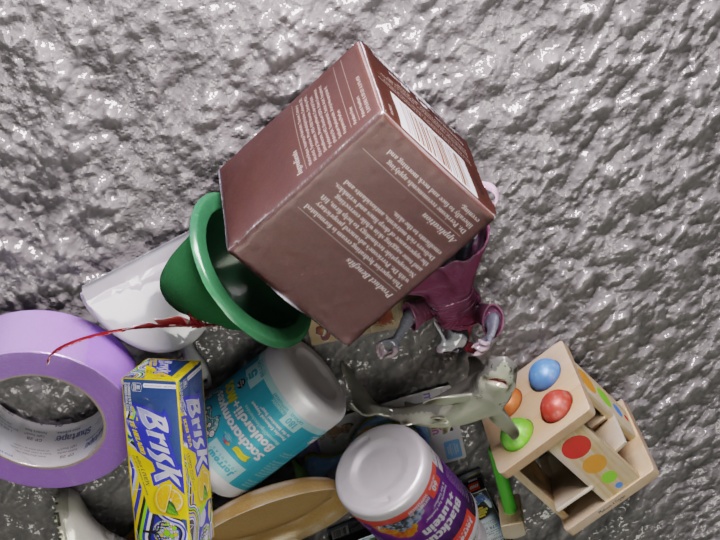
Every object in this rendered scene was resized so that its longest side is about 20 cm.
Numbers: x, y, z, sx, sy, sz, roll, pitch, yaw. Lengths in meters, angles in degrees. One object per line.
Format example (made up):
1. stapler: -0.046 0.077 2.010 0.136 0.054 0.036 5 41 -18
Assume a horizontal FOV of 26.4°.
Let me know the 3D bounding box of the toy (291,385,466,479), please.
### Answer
1. toy: 0.020 0.211 1.745 0.200 0.047 0.115 -14 127 0

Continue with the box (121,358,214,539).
1. box: -0.197 0.195 1.580 0.064 0.070 0.201 1 106 16

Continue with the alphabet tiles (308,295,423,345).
1. alphabet tiles: 0.000 0.000 1.623 0.199 0.006 0.167 -12 125 -3

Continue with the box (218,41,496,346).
1. box: -0.007 -0.075 1.469 0.200 0.164 0.166 -40 119 16

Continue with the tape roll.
1. tape roll: -0.330 0.136 1.599 0.200 0.066 0.200 0 130 0

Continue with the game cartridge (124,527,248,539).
1. game cartridge: -0.201 0.368 1.821 0.200 0.032 0.176 29 115 -25

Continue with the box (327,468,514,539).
1. box: 0.077 0.330 1.842 0.200 0.040 0.137 -23 126 6

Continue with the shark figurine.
1. shark figurine: 0.092 0.128 1.658 0.214 0.090 0.128 -13 139 30

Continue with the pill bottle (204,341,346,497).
1. pill bottle: -0.121 0.169 1.652 0.200 0.111 0.111 -39 122 16

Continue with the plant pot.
1. plant pot: -0.102 0.275 1.711 0.200 0.028 0.200 -17 157 -8

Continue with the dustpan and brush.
1. dustpan and brush: -0.195 0.057 1.604 0.139 0.057 0.200 -28 119 -6

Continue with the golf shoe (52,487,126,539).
1. golf shoe: -0.279 0.321 1.736 0.097 0.078 0.200 -21 110 0

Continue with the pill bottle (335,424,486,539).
1. pill bottle: 0.064 0.262 1.694 0.111 0.112 0.200 -30 136 10

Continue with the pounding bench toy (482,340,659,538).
1. pounding bench toy: 0.198 0.205 1.727 0.200 0.124 0.156 -39 122 16

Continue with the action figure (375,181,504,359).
1. action figure: 0.086 0.017 1.608 0.134 0.149 0.200 6 148 20

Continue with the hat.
1. hat: -0.176 0.030 1.534 0.176 0.166 0.200 -30 136 28
